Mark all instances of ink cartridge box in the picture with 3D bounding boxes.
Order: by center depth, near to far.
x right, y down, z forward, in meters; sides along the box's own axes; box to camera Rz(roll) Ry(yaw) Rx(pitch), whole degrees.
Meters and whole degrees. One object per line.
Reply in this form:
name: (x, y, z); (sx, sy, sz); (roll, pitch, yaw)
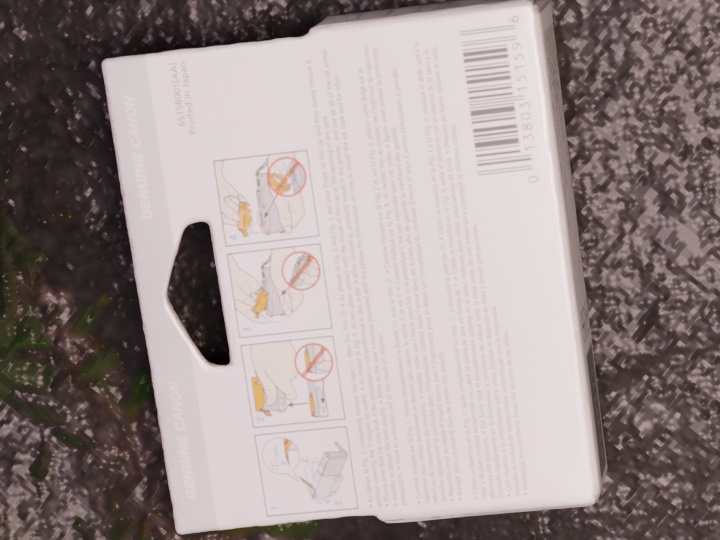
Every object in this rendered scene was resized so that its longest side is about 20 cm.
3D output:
ink cartridge box: (0.000, 0.000, 1.023); (0.172, 0.044, 0.201); (-6, 102, 12)
